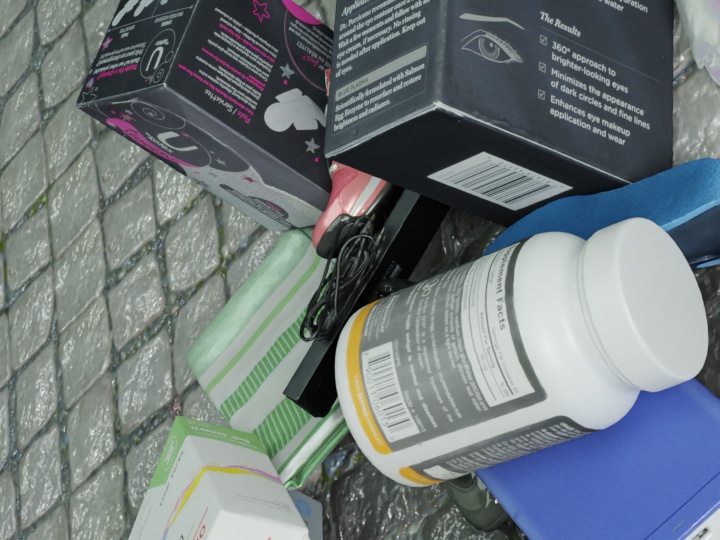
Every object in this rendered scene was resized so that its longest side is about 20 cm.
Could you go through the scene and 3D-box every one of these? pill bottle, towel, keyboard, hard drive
[{"bbox_3d":[0.092,0.046,1.166,0.199,0.116,0.117,-22,56,34],"label":"pill bottle"},{"bbox_3d":[-0.049,0.060,1.491,0.153,0.023,0.200,-50,38,7],"label":"towel"},{"bbox_3d":[0.000,0.000,1.379,0.039,0.104,0.201,28,82,19],"label":"keyboard"},{"bbox_3d":[0.148,0.112,1.148,0.132,0.025,0.200,-42,25,0],"label":"hard drive"}]

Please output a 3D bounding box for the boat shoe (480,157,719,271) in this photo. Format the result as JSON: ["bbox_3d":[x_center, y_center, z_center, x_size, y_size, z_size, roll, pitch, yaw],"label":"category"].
[{"bbox_3d":[0.155,-0.003,1.222,0.199,0.069,0.085,-13,43,46],"label":"boat shoe"}]

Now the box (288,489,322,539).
[{"bbox_3d":[-0.097,0.272,1.436,0.200,0.041,0.156,-47,26,28],"label":"box"}]

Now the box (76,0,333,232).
[{"bbox_3d":[-0.083,-0.123,1.482,0.132,0.199,0.115,-5,57,52],"label":"box"}]

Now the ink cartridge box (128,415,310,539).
[{"bbox_3d":[-0.097,0.193,1.364,0.118,0.067,0.200,-68,22,12],"label":"ink cartridge box"}]

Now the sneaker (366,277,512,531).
[{"bbox_3d":[0.047,0.082,1.318,0.066,0.090,0.201,-45,42,32],"label":"sneaker"}]

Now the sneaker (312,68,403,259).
[{"bbox_3d":[0.004,-0.103,1.434,0.201,0.086,0.074,-61,-8,-12],"label":"sneaker"}]

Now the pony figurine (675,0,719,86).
[{"bbox_3d":[0.217,-0.225,1.180,0.166,0.199,0.194,-30,67,34],"label":"pony figurine"}]

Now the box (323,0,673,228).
[{"bbox_3d":[0.092,-0.146,1.274,0.117,0.196,0.202,-20,58,49],"label":"box"}]
